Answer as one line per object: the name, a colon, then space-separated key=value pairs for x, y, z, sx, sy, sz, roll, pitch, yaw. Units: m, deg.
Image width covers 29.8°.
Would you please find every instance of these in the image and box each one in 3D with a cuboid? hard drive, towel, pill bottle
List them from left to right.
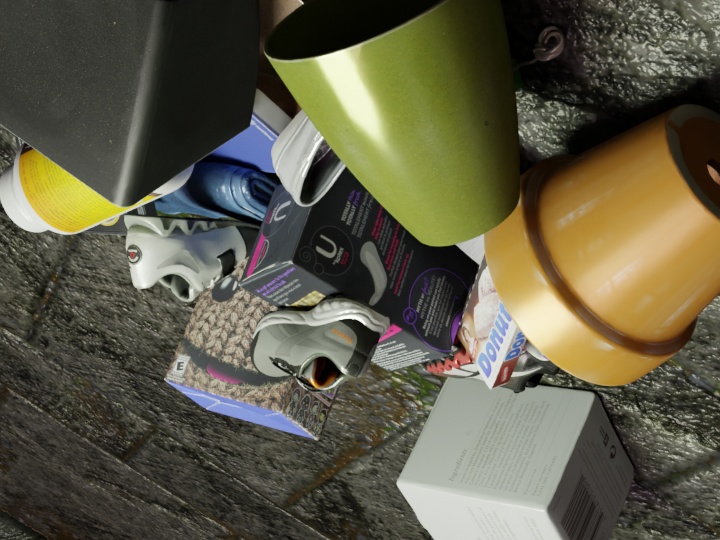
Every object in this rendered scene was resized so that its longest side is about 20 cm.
pill bottle: x=-0.267 y=-0.103 z=1.346 sx=0.200 sy=0.109 sz=0.109 roll=-19 pitch=126 yaw=35
towel: x=-0.171 y=-0.087 z=1.470 sx=0.200 sy=0.049 sz=0.112 roll=10 pitch=171 yaw=35
hard drive: x=-0.136 y=-0.142 z=1.369 sx=0.200 sy=0.025 sz=0.132 roll=9 pitch=157 yaw=45

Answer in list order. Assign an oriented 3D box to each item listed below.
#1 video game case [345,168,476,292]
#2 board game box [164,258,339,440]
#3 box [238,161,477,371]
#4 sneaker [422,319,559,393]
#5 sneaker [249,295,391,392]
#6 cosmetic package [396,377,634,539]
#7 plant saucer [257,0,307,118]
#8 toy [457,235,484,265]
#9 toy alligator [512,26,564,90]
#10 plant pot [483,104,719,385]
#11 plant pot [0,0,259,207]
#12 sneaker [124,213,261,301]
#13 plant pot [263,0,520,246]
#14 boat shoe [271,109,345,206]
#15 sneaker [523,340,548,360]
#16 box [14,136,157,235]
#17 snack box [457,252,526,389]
video game case: x=0.027 y=-0.054 z=1.416 sx=0.200 sy=0.019 sz=0.143 roll=21 pitch=149 yaw=17
board game box: x=-0.096 y=0.064 z=1.503 sx=0.159 sy=0.200 sz=0.097 roll=11 pitch=160 yaw=29
box: x=0.000 y=0.000 z=1.350 sx=0.200 sy=0.123 sz=0.106 roll=32 pitch=151 yaw=-25
sneaker: x=0.146 y=0.095 z=1.481 sx=0.098 sy=0.071 sz=0.200 roll=44 pitch=146 yaw=-18
sneaker: x=-0.052 y=0.081 z=1.313 sx=0.074 sy=0.080 sz=0.200 roll=30 pitch=154 yaw=-25
cosmetic package: x=0.182 y=0.241 z=1.576 sx=0.200 sy=0.165 sz=0.165 roll=5 pitch=141 yaw=35
plant saucer: x=-0.101 y=-0.225 z=1.253 sx=0.200 sy=0.037 sz=0.201 roll=22 pitch=148 yaw=14
toy: x=0.111 y=-0.071 z=1.277 sx=0.200 sy=0.047 sz=0.115 roll=43 pitch=142 yaw=5
toy alligator: x=0.105 y=-0.152 z=1.168 sx=0.200 sy=0.059 sz=0.054 roll=-25 pitch=162 yaw=35
plant pot: x=0.235 y=-0.034 z=1.112 sx=0.200 sy=0.200 sz=0.183 roll=37 pitch=134 yaw=-13
plant pot: x=-0.198 y=-0.209 z=1.148 sx=0.200 sy=0.199 sz=0.178 roll=33 pitch=129 yaw=12
sneaker: x=-0.168 y=-0.013 z=1.417 sx=0.074 sy=0.089 sz=0.200 roll=4 pitch=-177 yaw=42
plant pot: x=0.050 y=-0.127 z=1.075 sx=0.187 sy=0.187 sz=0.200 roll=-1 pitch=125 yaw=42
boat shoe: x=-0.015 y=-0.136 z=1.216 sx=0.072 sy=0.069 sz=0.200 roll=5 pitch=140 yaw=-44
sneaker: x=0.226 y=0.046 z=1.297 sx=0.200 sy=0.114 sz=0.073 roll=4 pitch=140 yaw=36
box: x=-0.306 y=-0.140 z=1.461 sx=0.160 sy=0.044 sz=0.201 roll=5 pitch=112 yaw=38
snack box: x=0.135 y=0.029 z=1.269 sx=0.072 sy=0.024 sz=0.200 roll=59 pitch=156 yaw=29
